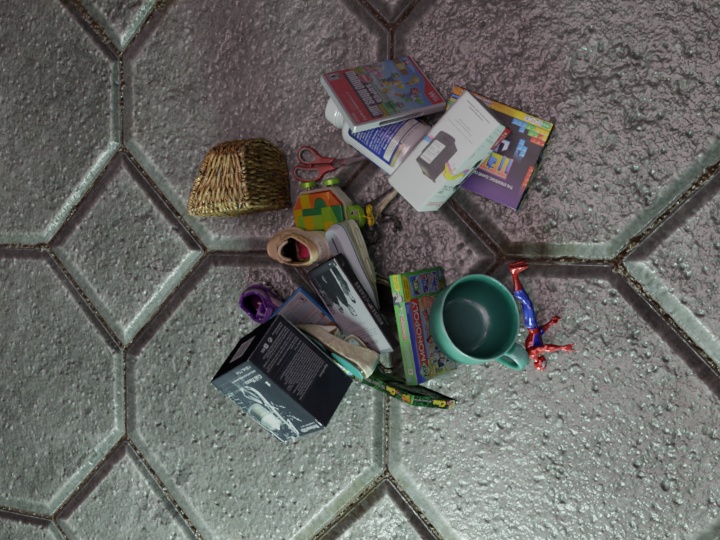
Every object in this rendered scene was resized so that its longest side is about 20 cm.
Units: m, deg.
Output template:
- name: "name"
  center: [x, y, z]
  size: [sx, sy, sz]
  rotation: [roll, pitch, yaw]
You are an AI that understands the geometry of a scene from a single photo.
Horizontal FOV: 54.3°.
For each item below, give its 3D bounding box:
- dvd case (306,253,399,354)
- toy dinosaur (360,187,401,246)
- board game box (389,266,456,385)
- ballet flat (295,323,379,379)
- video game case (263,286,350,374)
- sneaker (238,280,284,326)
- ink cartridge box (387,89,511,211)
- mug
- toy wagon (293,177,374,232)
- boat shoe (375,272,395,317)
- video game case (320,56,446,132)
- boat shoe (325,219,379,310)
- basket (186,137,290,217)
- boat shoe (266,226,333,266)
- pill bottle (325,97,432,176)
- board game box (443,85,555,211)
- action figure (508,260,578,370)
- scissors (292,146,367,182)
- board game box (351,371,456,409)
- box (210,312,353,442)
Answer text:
- name: "dvd case"
  center: [-0.018, 0.072, 1.334]
  size: [0.202, 0.025, 0.150]
  rotation: [57, 153, -4]
- name: "toy dinosaur"
  center: [0.030, -0.104, 1.393]
  size: [0.198, 0.047, 0.089]
  rotation: [-33, 75, 16]
- name: "board game box"
  center: [0.120, 0.101, 1.321]
  size: [0.029, 0.133, 0.204]
  rotation: [-9, 91, 40]
- name: "ballet flat"
  center: [-0.044, 0.144, 1.357]
  size: [0.198, 0.068, 0.062]
  rotation: [28, 64, 32]
- name: "video game case"
  center: [-0.096, 0.147, 1.426]
  size: [0.200, 0.018, 0.143]
  rotation: [43, 106, -11]
- name: "sneaker"
  center: [-0.174, 0.094, 1.458]
  size: [0.198, 0.088, 0.081]
  rotation: [30, 102, 15]
- name: "ink cartridge box"
  center: [0.157, -0.201, 1.225]
  size: [0.083, 0.145, 0.200]
  rotation: [46, 109, 10]
- name: "mug"
  center: [0.206, 0.109, 1.283]
  size: [0.149, 0.114, 0.188]
  rotation: [-15, 81, -15]
- name: "toy wagon"
  center: [-0.057, -0.103, 1.392]
  size: [0.198, 0.039, 0.158]
  rotation: [-1, 101, 45]
- name: "boat shoe"
  center: [0.031, 0.045, 1.390]
  size: [0.199, 0.060, 0.073]
  rotation: [16, 99, 19]
- name: "video game case"
  center: [0.042, -0.329, 1.296]
  size: [0.144, 0.197, 0.018]
  rotation: [59, 154, 27]
- name: "boat shoe"
  center: [0.000, 0.000, 1.327]
  size: [0.072, 0.062, 0.203]
  rotation: [3, 118, 57]
- name: "basket"
  center: [-0.249, -0.186, 1.409]
  size: [0.146, 0.199, 0.146]
  rotation: [-6, 92, 21]
- name: "boat shoe"
  center: [-0.137, -0.045, 1.409]
  size: [0.198, 0.069, 0.075]
  rotation: [-2, 105, 49]
- name: "pill bottle"
  center: [0.034, -0.272, 1.340]
  size: [0.199, 0.119, 0.121]
  rotation: [39, 105, 15]
- name: "board game box"
  center: [0.235, -0.226, 1.300]
  size: [0.198, 0.057, 0.168]
  rotation: [25, 100, 18]
- name: "action figure"
  center: [0.332, 0.082, 1.270]
  size: [0.097, 0.065, 0.204]
  rotation: [-9, 100, 13]
- name: "scissors"
  center: [-0.048, -0.212, 1.433]
  size: [0.196, 0.014, 0.075]
  rotation: [8, 93, 19]
- name: "board game box"
  center: [0.077, 0.219, 1.307]
  size: [0.199, 0.103, 0.024]
  rotation: [12, 92, 59]
- name: "box"
  center: [-0.155, 0.214, 1.363]
  size: [0.196, 0.125, 0.199]
  rotation: [41, 144, -12]
